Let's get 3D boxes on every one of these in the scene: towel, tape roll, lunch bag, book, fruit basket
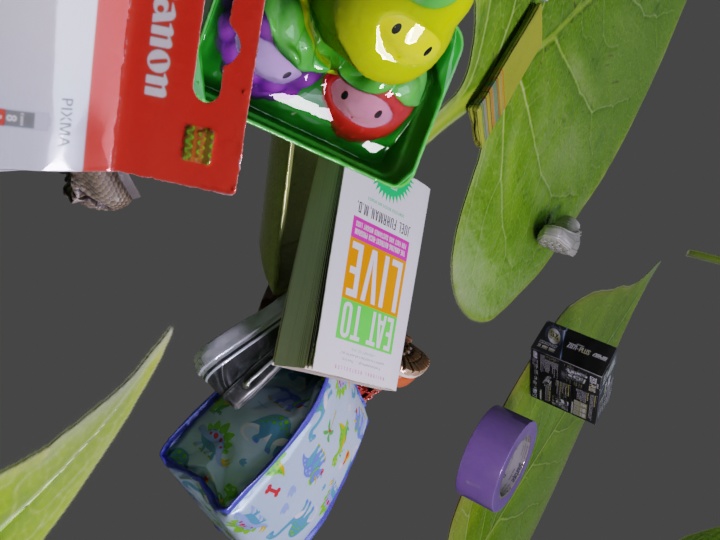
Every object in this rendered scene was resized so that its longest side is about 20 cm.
[{"bbox_3d":[0.200,-0.267,1.127,0.200,0.018,0.086,-59,157,-19],"label":"towel"},{"bbox_3d":[0.278,0.381,1.676,0.200,0.085,0.200,-40,142,-41],"label":"tape roll"},{"bbox_3d":[-0.077,0.172,0.827,0.200,0.127,0.170,-44,146,-21],"label":"lunch bag"},{"bbox_3d":[0.000,0.000,0.747,0.134,0.048,0.200,21,74,-48],"label":"book"},{"bbox_3d":[-0.007,-0.156,0.575,0.216,0.216,0.156,16,96,-63],"label":"fruit basket"}]

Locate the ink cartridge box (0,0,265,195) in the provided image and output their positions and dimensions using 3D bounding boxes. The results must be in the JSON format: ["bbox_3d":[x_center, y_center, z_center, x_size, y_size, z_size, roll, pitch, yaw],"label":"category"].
[{"bbox_3d":[-0.151,-0.124,0.401,0.050,0.200,0.162,-81,-177,-71],"label":"ink cartridge box"}]

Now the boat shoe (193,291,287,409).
[{"bbox_3d":[-0.057,0.058,0.768,0.200,0.071,0.072,-34,171,-23],"label":"boat shoe"}]

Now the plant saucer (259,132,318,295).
[{"bbox_3d":[-0.029,-0.097,0.798,0.200,0.048,0.200,-25,131,-52],"label":"plant saucer"}]

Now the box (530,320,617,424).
[{"bbox_3d":[0.464,0.225,1.811,0.086,0.164,0.200,-51,148,-28],"label":"box"}]

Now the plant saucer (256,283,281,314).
[{"bbox_3d":[-0.042,0.049,0.899,0.200,0.037,0.201,-41,142,-43],"label":"plant saucer"}]

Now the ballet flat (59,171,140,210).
[{"bbox_3d":[-0.190,-0.105,0.498,0.046,0.067,0.200,-25,145,-8],"label":"ballet flat"}]

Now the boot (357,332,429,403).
[{"bbox_3d":[0.016,0.116,0.941,0.107,0.075,0.200,-55,-174,1],"label":"boot"}]

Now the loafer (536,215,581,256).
[{"bbox_3d":[0.374,-0.071,1.538,0.200,0.070,0.070,9,97,-70],"label":"loafer"}]
